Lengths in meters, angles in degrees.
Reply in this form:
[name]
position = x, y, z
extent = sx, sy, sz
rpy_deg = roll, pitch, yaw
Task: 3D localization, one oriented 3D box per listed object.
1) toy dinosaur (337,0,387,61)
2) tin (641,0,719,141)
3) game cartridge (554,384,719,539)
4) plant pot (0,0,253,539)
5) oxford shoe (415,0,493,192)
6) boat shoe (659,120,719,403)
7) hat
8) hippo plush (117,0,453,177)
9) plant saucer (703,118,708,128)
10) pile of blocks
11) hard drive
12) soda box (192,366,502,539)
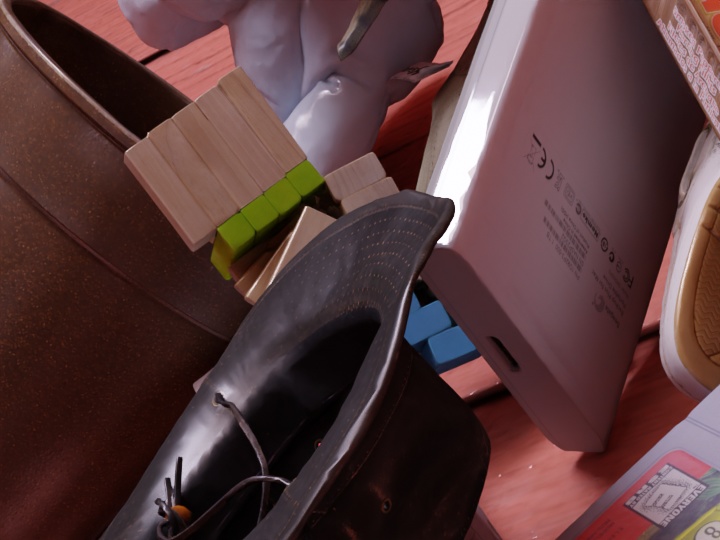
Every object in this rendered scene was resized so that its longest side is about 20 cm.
[toy dinosaur]
position = 0.074, -0.164, 1.207
extent = 0.199, 0.048, 0.089
rpy_deg = -21, 44, 13
[tin]
position = 0.167, -0.084, 0.970
extent = 0.111, 0.042, 0.201
rpy_deg = -9, 54, -20
[game cartridge]
position = 0.098, 0.111, 0.849
extent = 0.200, 0.041, 0.133
rpy_deg = -43, 26, -10
[plant pot]
position = -0.133, 0.018, 1.190
extent = 0.199, 0.200, 0.200
rpy_deg = -53, 20, 8
[oxford shoe]
position = 0.068, -0.096, 1.266
extent = 0.074, 0.071, 0.200
rpy_deg = -27, 24, 35
[boat shoe]
position = 0.149, -0.020, 0.997
extent = 0.069, 0.071, 0.201
rpy_deg = -37, 19, 51
[hat]
position = -0.010, 0.073, 0.883
extent = 0.201, 0.081, 0.201
rpy_deg = -49, 14, 17
[hippo plush]
position = -0.053, -0.114, 1.311
extent = 0.160, 0.160, 0.200
rpy_deg = -60, 8, -17
[plant saucer]
position = 0.193, -0.149, 1.168
extent = 0.199, 0.037, 0.200
rpy_deg = -36, 21, 9
[pile of blocks]
position = 0.000, 0.000, 1.063
extent = 0.082, 0.199, 0.062
rpy_deg = -61, -2, -16
[hard drive]
position = 0.083, -0.053, 1.006
extent = 0.026, 0.132, 0.201
rpy_deg = -1, 55, 33
[soda box]
position = -0.006, 0.078, 1.044
extent = 0.068, 0.064, 0.200
rpy_deg = -38, 22, 0
